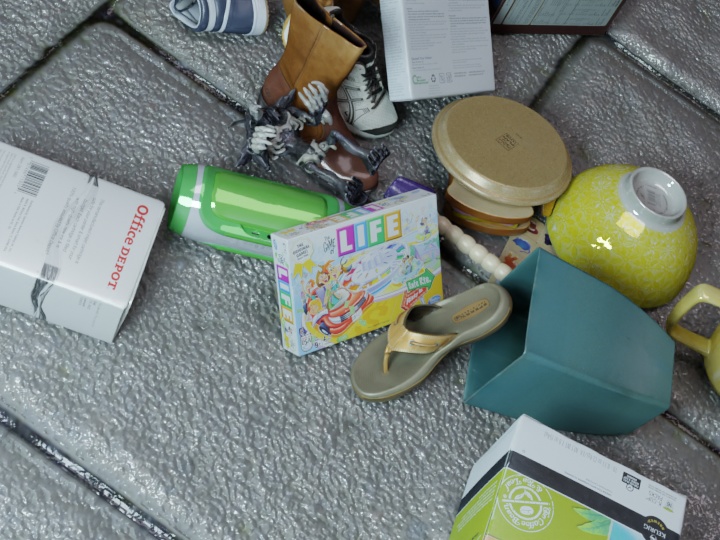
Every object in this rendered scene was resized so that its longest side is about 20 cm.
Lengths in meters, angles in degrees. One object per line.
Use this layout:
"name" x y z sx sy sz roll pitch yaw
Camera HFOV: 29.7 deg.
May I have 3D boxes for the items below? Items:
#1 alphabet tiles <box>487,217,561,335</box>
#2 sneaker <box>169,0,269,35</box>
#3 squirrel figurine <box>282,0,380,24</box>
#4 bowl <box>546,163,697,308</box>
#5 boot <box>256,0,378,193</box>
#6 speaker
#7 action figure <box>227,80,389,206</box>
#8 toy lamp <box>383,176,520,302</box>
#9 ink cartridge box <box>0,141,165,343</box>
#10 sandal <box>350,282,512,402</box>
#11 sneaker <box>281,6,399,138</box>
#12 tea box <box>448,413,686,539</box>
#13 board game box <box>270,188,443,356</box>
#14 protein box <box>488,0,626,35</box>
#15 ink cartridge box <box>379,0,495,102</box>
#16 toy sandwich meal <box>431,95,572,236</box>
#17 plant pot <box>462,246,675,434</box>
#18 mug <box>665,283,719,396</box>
"alphabet tiles" 0.246 0.015 1.660 0.166 0.006 0.200 31 52 -1
"sneaker" -0.194 -0.379 1.699 0.108 0.070 0.201 -9 65 -29
"squirrel figurine" -0.017 -0.392 1.698 0.142 0.200 0.186 51 45 9
"bowl" 0.343 -0.065 1.682 0.199 0.108 0.201 13 50 -16
"boot" -0.026 -0.201 1.567 0.068 0.200 0.188 -32 74 -35
"speaker" -0.109 -0.059 1.512 0.199 0.089 0.089 13 54 -14
"action figure" -0.068 -0.151 1.504 0.200 0.102 0.119 28 67 23
"toy lamp" 0.115 -0.040 1.606 0.200 0.058 0.058 36 52 8
"ink cartridge box" -0.320 -0.030 1.404 0.199 0.084 0.146 21 53 -9
"sandal" 0.072 0.067 1.476 0.200 0.054 0.080 -31 49 0
"sneaker" -0.008 -0.234 1.625 0.200 0.087 0.076 45 57 -32
"tea box" 0.200 0.290 1.376 0.199 0.134 0.197 26 53 -5
"board game box" 0.000 0.000 1.495 0.199 0.135 0.034 -19 24 -31
"protein box" 0.254 -0.446 1.887 0.199 0.135 0.199 -3 59 -24
"ink cartridge box" 0.096 -0.316 1.690 0.199 0.040 0.201 -14 103 -52
"toy sandwich meal" 0.171 -0.132 1.692 0.204 0.070 0.206 11 48 -12
"plant pot" 0.242 0.099 1.521 0.199 0.141 0.142 23 56 -14
"mug" 0.474 0.079 1.619 0.187 0.153 0.149 47 54 12
